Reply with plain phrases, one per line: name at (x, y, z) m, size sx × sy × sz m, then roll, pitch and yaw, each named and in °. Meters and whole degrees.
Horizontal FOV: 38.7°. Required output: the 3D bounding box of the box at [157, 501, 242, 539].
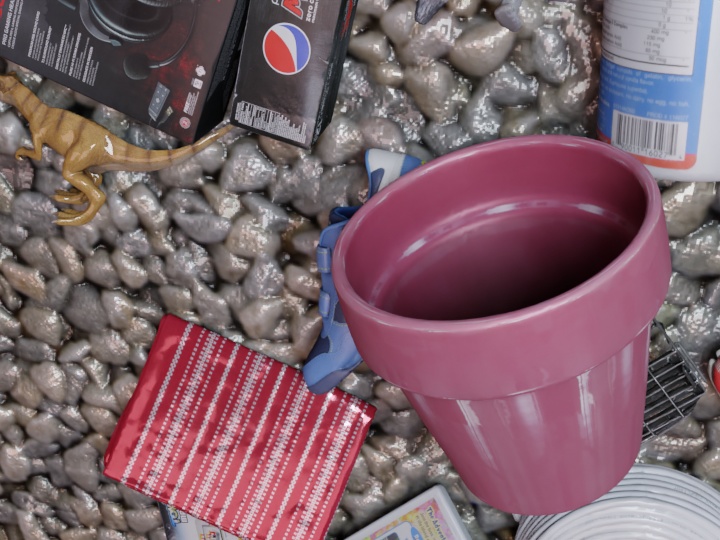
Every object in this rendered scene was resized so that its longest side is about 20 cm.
box at (-0.114, 0.258, 0.922) m, size 0.108 × 0.035 × 0.204 m, roll -2°, pitch 113°, yaw 15°

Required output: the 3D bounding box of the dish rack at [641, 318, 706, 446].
dish rack at (0.151, 0.049, 0.757) m, size 0.152 × 0.055 × 0.201 m, roll -33°, pitch 104°, yaw 26°

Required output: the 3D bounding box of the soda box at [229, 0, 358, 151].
soda box at (-0.034, -0.191, 0.686) m, size 0.062 × 0.071 × 0.203 m, roll 17°, pitch 116°, yaw 5°

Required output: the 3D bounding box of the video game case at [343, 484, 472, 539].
video game case at (0.039, 0.310, 0.845) m, size 0.180 × 0.024 × 0.202 m, roll -32°, pitch 75°, yaw 13°

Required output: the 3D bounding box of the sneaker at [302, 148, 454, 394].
sneaker at (0.000, 0.000, 0.763) m, size 0.081 × 0.074 × 0.202 m, roll 29°, pitch 108°, yaw -1°

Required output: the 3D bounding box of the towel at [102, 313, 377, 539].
towel at (-0.102, 0.139, 0.848) m, size 0.197 × 0.022 × 0.147 m, roll 23°, pitch 90°, yaw 2°

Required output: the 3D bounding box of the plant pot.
plant pot at (0.100, 0.042, 0.640) m, size 0.196 × 0.201 × 0.181 m, roll -10°, pitch 123°, yaw 18°

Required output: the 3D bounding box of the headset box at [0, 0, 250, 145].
headset box at (-0.172, -0.202, 0.712) m, size 0.197 × 0.077 × 0.151 m, roll 25°, pitch 114°, yaw 1°

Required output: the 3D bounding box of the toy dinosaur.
toy dinosaur at (-0.202, -0.090, 0.779) m, size 0.197 × 0.061 × 0.108 m, roll 20°, pitch 115°, yaw 4°

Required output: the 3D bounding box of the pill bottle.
pill bottle at (0.202, -0.166, 0.617) m, size 0.110 × 0.113 × 0.204 m, roll 4°, pitch 114°, yaw 12°

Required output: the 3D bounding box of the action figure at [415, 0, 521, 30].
action figure at (0.063, -0.253, 0.589) m, size 0.198 × 0.105 × 0.195 m, roll 30°, pitch 78°, yaw 17°

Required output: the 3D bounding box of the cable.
cable at (0.217, 0.247, 0.812) m, size 0.196 × 0.069 × 0.204 m, roll -8°, pitch 108°, yaw 16°

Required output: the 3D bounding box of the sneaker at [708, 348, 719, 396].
sneaker at (0.332, 0.123, 0.724) m, size 0.199 × 0.085 × 0.077 m, roll 40°, pitch 116°, yaw -5°
